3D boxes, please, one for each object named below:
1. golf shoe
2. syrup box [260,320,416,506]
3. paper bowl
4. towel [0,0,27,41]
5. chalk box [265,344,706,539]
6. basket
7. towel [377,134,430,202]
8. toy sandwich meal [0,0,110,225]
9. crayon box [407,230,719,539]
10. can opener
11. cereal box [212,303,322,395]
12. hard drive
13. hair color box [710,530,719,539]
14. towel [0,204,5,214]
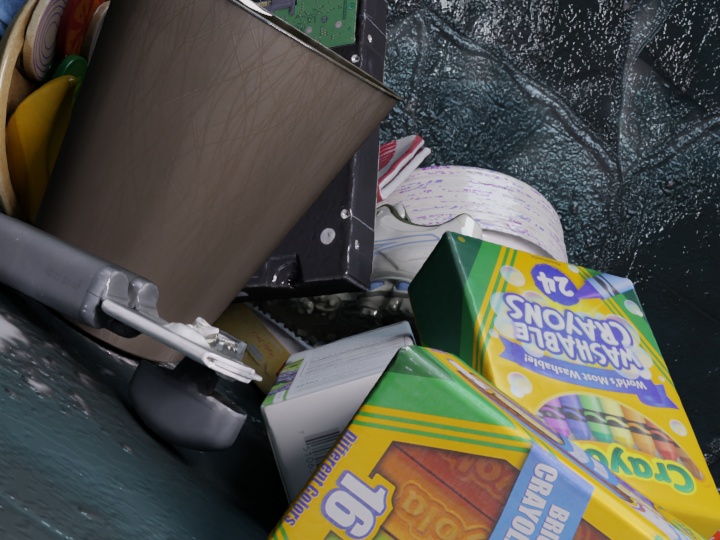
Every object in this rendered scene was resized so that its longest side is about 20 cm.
[{"bbox_3d":[0.000,0.000,0.917,0.199,0.098,0.078,6,-30,38],"label":"golf shoe"},{"bbox_3d":[0.002,0.084,0.737,0.200,0.081,0.079,-85,159,-86],"label":"syrup box"},{"bbox_3d":[0.065,0.019,1.060,0.200,0.200,0.105,33,41,-36],"label":"paper bowl"},{"bbox_3d":[-0.236,-0.205,0.909,0.112,0.048,0.201,50,27,-51],"label":"towel"},{"bbox_3d":[0.072,0.137,0.543,0.199,0.125,0.124,35,3,14],"label":"chalk box"},{"bbox_3d":[-0.103,-0.061,0.789,0.180,0.201,0.136,29,9,-18],"label":"basket"},{"bbox_3d":[-0.054,-0.043,0.991,0.023,0.199,0.144,64,23,-11],"label":"towel"},{"bbox_3d":[-0.168,-0.093,0.883,0.070,0.207,0.205,9,-5,18],"label":"toy sandwich meal"},{"bbox_3d":[0.106,0.077,0.696,0.125,0.052,0.201,14,41,-25],"label":"crayon box"},{"bbox_3d":[-0.136,0.029,0.686,0.199,0.067,0.053,22,-3,29],"label":"can opener"},{"bbox_3d":[-0.004,0.099,0.996,0.200,0.040,0.144,33,4,-37],"label":"cereal box"},{"bbox_3d":[-0.054,-0.081,0.883,0.139,0.202,0.038,-6,-19,27],"label":"hard drive"},{"bbox_3d":[0.207,0.219,0.835,0.200,0.064,0.112,-132,-153,-72],"label":"hair color box"},{"bbox_3d":[-0.241,-0.127,0.928,0.147,0.024,0.201,31,45,-61],"label":"towel"}]
